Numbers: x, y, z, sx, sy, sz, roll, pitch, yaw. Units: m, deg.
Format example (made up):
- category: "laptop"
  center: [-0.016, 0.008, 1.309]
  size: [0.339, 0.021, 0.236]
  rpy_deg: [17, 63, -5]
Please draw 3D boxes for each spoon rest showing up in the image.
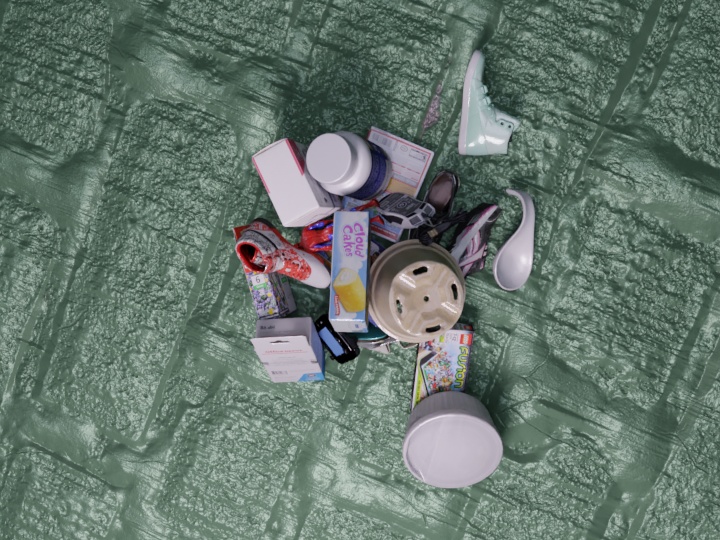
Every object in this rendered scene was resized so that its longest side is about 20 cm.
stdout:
- category: "spoon rest"
  center: [0.311, -0.060, 1.502]
  size: [0.098, 0.060, 0.203]
  rpy_deg: [2, 95, -31]

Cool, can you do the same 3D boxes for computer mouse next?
- category: "computer mouse"
  center: [0.110, -0.104, 1.474]
  size: [0.109, 0.199, 0.044]
  rpy_deg: [-37, 128, -21]

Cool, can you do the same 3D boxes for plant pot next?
- category: "plant pot"
  center: [0.110, 0.044, 1.382]
  size: [0.198, 0.183, 0.203]
  rpy_deg: [0, 93, -2]

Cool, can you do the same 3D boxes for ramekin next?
- category: "ramekin"
  center: [0.181, 0.334, 1.518]
  size: [0.199, 0.095, 0.204]
  rpy_deg: [0, 122, 0]

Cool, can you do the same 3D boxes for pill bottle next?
- category: "pill bottle"
  center: [-0.024, -0.202, 1.443]
  size: [0.118, 0.200, 0.121]
  rpy_deg: [0, 90, 20]

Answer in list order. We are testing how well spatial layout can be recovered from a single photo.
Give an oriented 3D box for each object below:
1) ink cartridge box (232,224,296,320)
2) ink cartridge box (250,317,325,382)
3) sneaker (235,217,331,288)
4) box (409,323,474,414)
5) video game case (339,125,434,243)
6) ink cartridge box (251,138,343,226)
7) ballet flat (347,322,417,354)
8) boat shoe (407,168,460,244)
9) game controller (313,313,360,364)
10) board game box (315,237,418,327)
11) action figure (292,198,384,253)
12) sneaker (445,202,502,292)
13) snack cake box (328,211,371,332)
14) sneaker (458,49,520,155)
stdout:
- category: "ink cartridge box"
  center: [-0.195, 0.000, 1.548]
  size: [0.050, 0.109, 0.202]
  rpy_deg: [-15, 94, 14]
- category: "ink cartridge box"
  center: [-0.143, 0.153, 1.516]
  size: [0.114, 0.201, 0.067]
  rpy_deg: [-3, 57, 6]
- category: "sneaker"
  center: [-0.151, -0.011, 1.457]
  size: [0.201, 0.108, 0.067]
  rpy_deg: [38, 123, -5]
- category: "box"
  center: [0.164, 0.202, 1.532]
  size: [0.109, 0.035, 0.202]
  rpy_deg: [4, 112, -2]
- category: "video game case"
  center: [0.050, -0.176, 1.549]
  size: [0.142, 0.017, 0.202]
  rpy_deg: [23, 98, 4]
- category: "ink cartridge box"
  center: [-0.118, -0.169, 1.471]
  size: [0.082, 0.200, 0.148]
  rpy_deg: [-27, 88, 13]
- category: "ballet flat"
  center: [0.066, 0.137, 1.558]
  size: [0.198, 0.072, 0.073]
  rpy_deg: [-15, 94, 9]
- category: "boat shoe"
  center: [0.144, -0.108, 1.522]
  size: [0.071, 0.068, 0.202]
  rpy_deg: [22, 99, 2]
- category: "game controller"
  center: [-0.053, 0.138, 1.509]
  size: [0.104, 0.200, 0.042]
  rpy_deg: [43, 74, 0]
- category: "board game box"
  center: [0.000, 0.000, 1.515]
  size: [0.199, 0.034, 0.136]
  rpy_deg: [39, 92, 16]
- category: "action figure"
  center: [-0.049, -0.078, 1.497]
  size: [0.198, 0.052, 0.066]
  rpy_deg: [-21, 71, 15]
- category: "sneaker"
  center: [0.225, -0.044, 1.524]
  size: [0.086, 0.080, 0.201]
  rpy_deg: [34, 103, -15]
- category: "snack cake box"
  center: [-0.017, 0.005, 1.379]
  size: [0.066, 0.115, 0.203]
  rpy_deg: [1, 76, 5]
- category: "sneaker"
  center: [0.259, -0.327, 1.480]
  size: [0.117, 0.074, 0.203]
  rpy_deg: [6, 106, 13]
